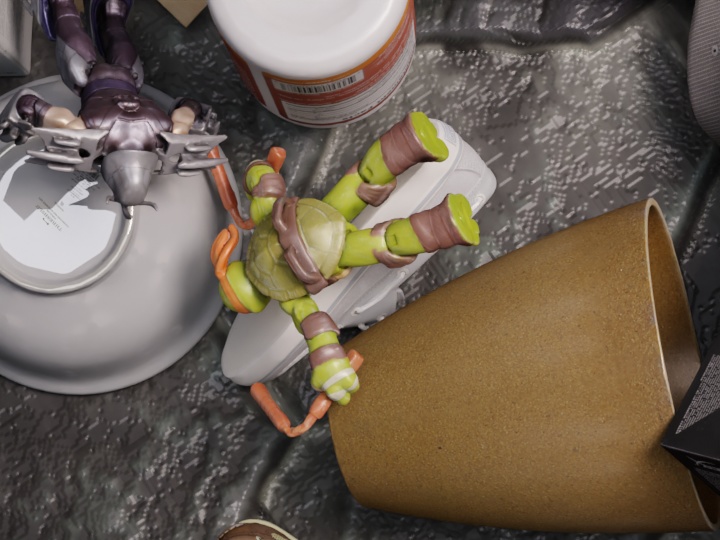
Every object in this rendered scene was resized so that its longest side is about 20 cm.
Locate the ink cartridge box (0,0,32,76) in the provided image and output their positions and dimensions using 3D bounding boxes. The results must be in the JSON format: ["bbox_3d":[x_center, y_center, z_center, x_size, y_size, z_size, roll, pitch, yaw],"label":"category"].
[{"bbox_3d":[-0.225,-0.230,1.249,0.043,0.174,0.202,2,83,4],"label":"ink cartridge box"}]

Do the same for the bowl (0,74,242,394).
[{"bbox_3d":[-0.173,-0.028,1.263,0.199,0.090,0.203,0,83,3],"label":"bowl"}]

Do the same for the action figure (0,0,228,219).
[{"bbox_3d":[-0.145,-0.107,1.211,0.129,0.069,0.201,9,47,-32],"label":"action figure"}]

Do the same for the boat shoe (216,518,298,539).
[{"bbox_3d":[-0.005,0.218,1.228,0.202,0.075,0.075,30,85,6],"label":"boat shoe"}]

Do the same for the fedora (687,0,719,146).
[{"bbox_3d":[0.253,-0.141,1.233,0.090,0.176,0.201,18,100,41],"label":"fedora"}]

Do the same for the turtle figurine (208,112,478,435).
[{"bbox_3d":[-0.024,-0.024,1.181,0.161,0.064,0.201,-30,57,19],"label":"turtle figurine"}]

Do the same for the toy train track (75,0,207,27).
[{"bbox_3d":[-0.109,-0.228,1.296,0.115,0.033,0.200,44,108,-3],"label":"toy train track"}]

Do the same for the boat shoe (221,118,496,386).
[{"bbox_3d":[0.000,0.000,1.261,0.068,0.072,0.200,36,98,-28],"label":"boat shoe"}]

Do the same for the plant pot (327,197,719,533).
[{"bbox_3d":[0.088,0.073,1.204,0.199,0.186,0.188,-13,82,14],"label":"plant pot"}]

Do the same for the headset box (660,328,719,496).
[{"bbox_3d":[0.270,0.084,1.127,0.200,0.077,0.149,40,73,-33],"label":"headset box"}]

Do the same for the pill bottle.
[{"bbox_3d":[-0.024,-0.145,1.213,0.111,0.200,0.113,0,83,2],"label":"pill bottle"}]
